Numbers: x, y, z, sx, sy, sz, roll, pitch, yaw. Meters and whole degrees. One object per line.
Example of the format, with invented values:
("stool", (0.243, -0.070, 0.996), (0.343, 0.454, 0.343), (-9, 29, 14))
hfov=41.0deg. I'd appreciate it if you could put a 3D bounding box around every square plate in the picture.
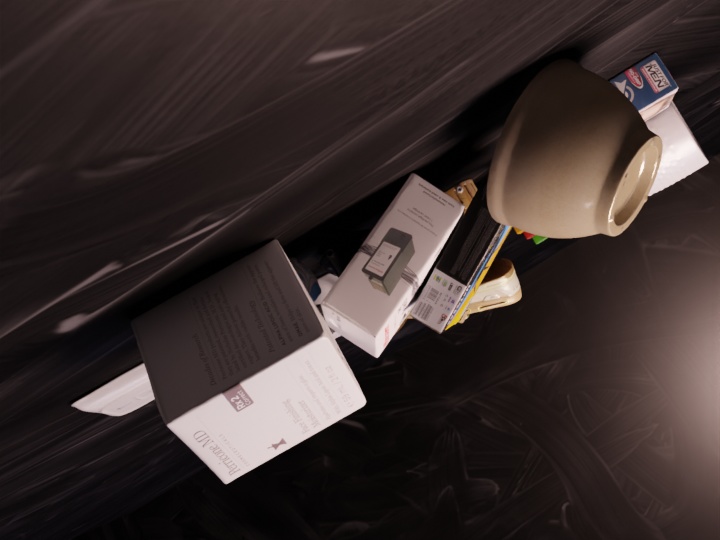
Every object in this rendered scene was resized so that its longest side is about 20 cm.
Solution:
("square plate", (-0.316, 0.169, 1.453), (0.197, 0.029, 0.200), (-30, 170, -5))

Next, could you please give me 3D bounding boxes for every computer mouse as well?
("computer mouse", (0.000, 0.000, 1.387), (0.140, 0.046, 0.199), (-16, 153, 41))

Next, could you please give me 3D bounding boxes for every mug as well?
("mug", (0.423, -0.176, 1.483), (0.175, 0.148, 0.200), (-32, 159, 21))

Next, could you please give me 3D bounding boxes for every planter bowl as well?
("planter bowl", (0.251, -0.118, 1.081), (0.200, 0.134, 0.201), (-39, 145, -34))

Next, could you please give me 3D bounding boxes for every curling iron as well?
("curling iron", (-0.011, 0.017, 1.313), (0.025, 0.050, 0.200), (-35, 150, -3))

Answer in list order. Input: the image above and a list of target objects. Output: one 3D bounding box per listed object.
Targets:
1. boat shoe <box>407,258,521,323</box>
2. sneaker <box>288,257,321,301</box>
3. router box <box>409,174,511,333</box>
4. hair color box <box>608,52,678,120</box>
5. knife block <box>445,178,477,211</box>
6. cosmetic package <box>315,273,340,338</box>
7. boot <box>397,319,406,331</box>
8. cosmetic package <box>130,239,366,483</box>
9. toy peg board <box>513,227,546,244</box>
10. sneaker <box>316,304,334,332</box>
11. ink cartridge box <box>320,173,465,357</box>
("boat shoe", (0.144, 0.045, 1.429), (0.199, 0.067, 0.074), (-16, -152, 30))
("sneaker", (-0.129, 0.057, 1.284), (0.200, 0.073, 0.072), (-38, -178, 39))
("router box", (0.145, -0.025, 1.238), (0.201, 0.051, 0.149), (-62, 168, 12))
("hair color box", (0.332, -0.210, 1.333), (0.199, 0.061, 0.100), (-32, 171, 6))
("knife block", (0.100, -0.048, 1.468), (0.199, 0.064, 0.176), (-31, 171, 4))
("cosmetic package", (-0.069, 0.071, 1.553), (0.101, 0.072, 0.200), (-25, 170, -19))
("boot", (0.021, 0.065, 1.622), (0.155, 0.072, 0.201), (-37, -159, 52))
("cosmetic package", (-0.130, 0.108, 1.131), (0.199, 0.165, 0.165), (-30, 140, -2))
("toy peg board", (0.325, -0.125, 1.639), (0.199, 0.098, 0.199), (-34, 170, 22))
("sneaker", (-0.101, 0.069, 1.385), (0.199, 0.086, 0.078), (-18, 165, -12))
("ink cartridge box", (0.043, -0.001, 1.222), (0.201, 0.084, 0.146), (-55, 170, -11))
